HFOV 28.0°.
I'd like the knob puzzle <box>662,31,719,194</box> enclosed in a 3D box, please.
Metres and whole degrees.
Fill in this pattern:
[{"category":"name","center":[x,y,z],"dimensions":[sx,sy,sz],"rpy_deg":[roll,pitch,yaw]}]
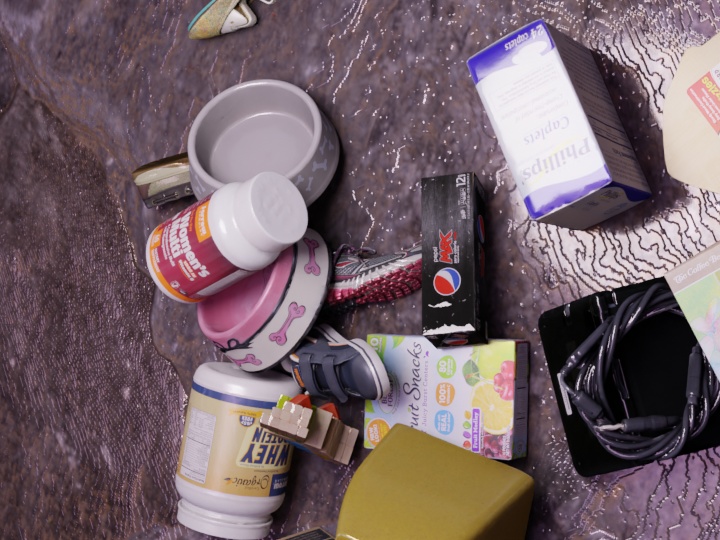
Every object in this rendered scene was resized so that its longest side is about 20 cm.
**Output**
[{"category":"knob puzzle","center":[0.428,-0.171,1.619],"dimensions":[0.218,0.030,0.222],"rpy_deg":[0,89,26]}]

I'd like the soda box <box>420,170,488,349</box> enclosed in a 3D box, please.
[{"category":"soda box","center":[0.112,-0.012,1.726],"dimensions":[0.070,0.063,0.202],"rpy_deg":[-6,70,19]}]

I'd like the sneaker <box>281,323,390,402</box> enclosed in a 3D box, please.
[{"category":"sneaker","center":[-0.034,0.123,1.766],"dimensions":[0.200,0.079,0.079],"rpy_deg":[19,131,64]}]

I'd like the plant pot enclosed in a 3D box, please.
[{"category":"plant pot","center":[0.063,0.330,1.670],"dimensions":[0.193,0.200,0.197],"rpy_deg":[19,117,26]}]

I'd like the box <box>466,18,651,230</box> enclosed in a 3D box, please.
[{"category":"box","center":[0.227,-0.159,1.635],"dimensions":[0.104,0.184,0.202],"rpy_deg":[-27,77,22]}]

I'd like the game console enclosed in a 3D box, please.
[{"category":"game console","center":[0.319,0.122,1.675],"dimensions":[0.175,0.116,0.202],"rpy_deg":[-26,75,55]}]

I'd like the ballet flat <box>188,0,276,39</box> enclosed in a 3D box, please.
[{"category":"ballet flat","center":[-0.147,-0.362,1.899],"dimensions":[0.200,0.071,0.071],"rpy_deg":[-46,70,19]}]

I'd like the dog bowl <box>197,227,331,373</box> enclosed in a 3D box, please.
[{"category":"dog bowl","center":[-0.128,0.023,1.817],"dimensions":[0.200,0.073,0.202],"rpy_deg":[-34,41,35]}]

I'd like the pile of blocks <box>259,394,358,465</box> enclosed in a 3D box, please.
[{"category":"pile of blocks","center":[-0.063,0.185,1.773],"dimensions":[0.081,0.200,0.063],"rpy_deg":[13,75,25]}]

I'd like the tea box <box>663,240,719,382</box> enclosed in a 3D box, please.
[{"category":"tea box","center":[0.439,0.058,1.513],"dimensions":[0.133,0.200,0.198],"rpy_deg":[-33,76,23]}]

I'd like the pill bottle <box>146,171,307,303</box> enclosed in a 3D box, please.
[{"category":"pill bottle","center":[-0.161,-0.041,1.743],"dimensions":[0.199,0.109,0.111],"rpy_deg":[-27,77,41]}]

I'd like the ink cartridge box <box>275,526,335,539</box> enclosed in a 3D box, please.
[{"category":"ink cartridge box","center":[-0.105,0.431,1.800],"dimensions":[0.075,0.164,0.201],"rpy_deg":[32,102,23]}]

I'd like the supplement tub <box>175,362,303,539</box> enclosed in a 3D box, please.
[{"category":"supplement tub","center":[-0.157,0.228,1.842],"dimensions":[0.143,0.144,0.202],"rpy_deg":[13,95,26]}]

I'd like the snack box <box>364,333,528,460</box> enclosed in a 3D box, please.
[{"category":"snack box","center":[0.104,0.152,1.763],"dimensions":[0.198,0.053,0.144],"rpy_deg":[2,88,28]}]

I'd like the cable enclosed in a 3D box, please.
[{"category":"cable","center":[0.329,0.111,1.597],"dimensions":[0.200,0.051,0.163],"rpy_deg":[-42,86,-10]}]

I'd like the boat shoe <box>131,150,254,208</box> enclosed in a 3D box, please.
[{"category":"boat shoe","center":[-0.205,-0.127,1.923],"dimensions":[0.198,0.073,0.065],"rpy_deg":[-9,110,18]}]

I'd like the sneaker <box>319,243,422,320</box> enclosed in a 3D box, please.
[{"category":"sneaker","center":[0.000,0.000,1.806],"dimensions":[0.198,0.081,0.075],"rpy_deg":[-16,68,23]}]

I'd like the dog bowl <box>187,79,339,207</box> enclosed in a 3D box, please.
[{"category":"dog bowl","center":[-0.129,-0.156,1.830],"dimensions":[0.198,0.059,0.202],"rpy_deg":[-6,57,9]}]
